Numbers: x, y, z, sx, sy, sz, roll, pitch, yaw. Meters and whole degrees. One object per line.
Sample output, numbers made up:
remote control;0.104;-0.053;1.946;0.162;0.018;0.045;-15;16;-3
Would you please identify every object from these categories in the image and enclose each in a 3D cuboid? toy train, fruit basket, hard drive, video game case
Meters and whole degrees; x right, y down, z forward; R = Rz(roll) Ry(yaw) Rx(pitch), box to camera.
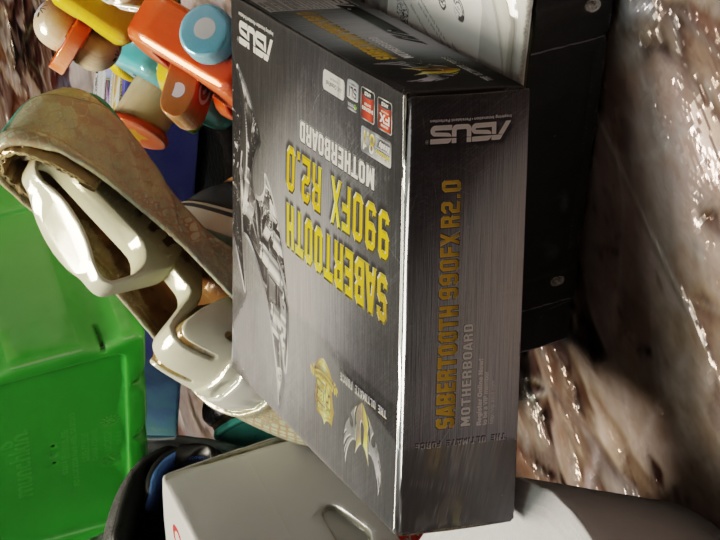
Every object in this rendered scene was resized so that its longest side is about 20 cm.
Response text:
toy train;-0.079;-0.079;1.168;0.150;0.056;0.200;32;175;17
fruit basket;-0.164;0.008;1.270;0.216;0.155;0.217;165;90;-76
hard drive;0.042;-0.082;0.994;0.201;0.038;0.140;92;157;-48
video game case;-0.122;-0.020;1.443;0.181;0.045;0.201;-153;67;-79

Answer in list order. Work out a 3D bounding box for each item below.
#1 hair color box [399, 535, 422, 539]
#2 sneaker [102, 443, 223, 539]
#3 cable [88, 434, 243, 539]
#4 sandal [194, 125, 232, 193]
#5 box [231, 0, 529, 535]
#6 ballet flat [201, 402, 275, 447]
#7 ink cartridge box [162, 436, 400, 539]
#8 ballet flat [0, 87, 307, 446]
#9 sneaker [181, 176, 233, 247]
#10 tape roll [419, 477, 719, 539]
hair color box;0.031;0.169;1.222;0.102;0.061;0.201;122;130;-69
sneaker;-0.063;0.116;1.271;0.073;0.200;0.112;20;125;17
cable;-0.084;0.172;1.351;0.201;0.199;0.069;-93;24;-50
sandal;-0.072;-0.017;1.427;0.200;0.043;0.077;109;160;-64
box;0.001;-0.011;0.995;0.200;0.048;0.159;-140;49;-64
ballet flat;-0.038;0.052;1.344;0.200;0.072;0.072;163;91;-73
ink cartridge box;-0.023;0.193;1.164;0.145;0.084;0.201;-125;27;-47
ballet flat;-0.084;0.010;1.130;0.200;0.062;0.067;46;131;3
sneaker;0.000;0.000;1.160;0.199;0.079;0.079;24;134;37
tape roll;0.069;0.177;0.948;0.200;0.066;0.202;-31;54;55
